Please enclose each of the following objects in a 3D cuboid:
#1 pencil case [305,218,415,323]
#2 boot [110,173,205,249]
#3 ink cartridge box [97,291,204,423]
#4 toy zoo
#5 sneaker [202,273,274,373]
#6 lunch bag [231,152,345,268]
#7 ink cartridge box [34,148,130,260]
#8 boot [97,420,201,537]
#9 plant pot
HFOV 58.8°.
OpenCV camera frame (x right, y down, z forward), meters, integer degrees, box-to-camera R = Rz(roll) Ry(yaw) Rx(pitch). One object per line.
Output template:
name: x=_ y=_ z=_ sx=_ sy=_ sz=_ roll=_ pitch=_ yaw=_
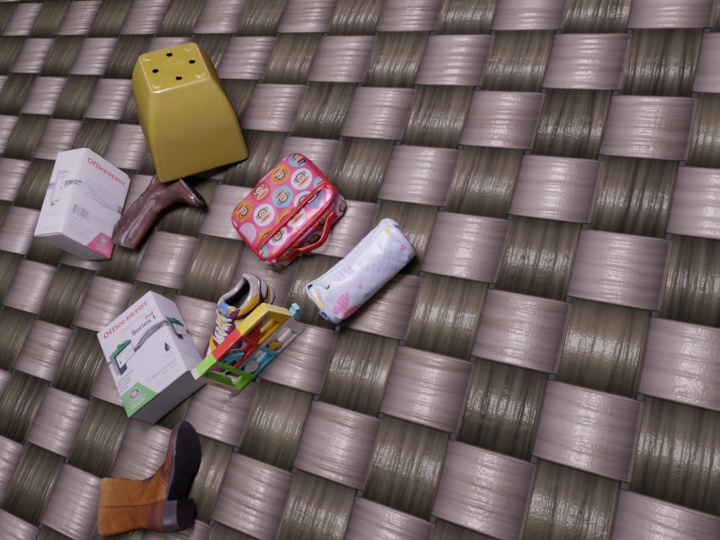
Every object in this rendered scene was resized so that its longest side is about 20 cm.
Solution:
pencil case: x=0.000 y=0.000 z=1.106 sx=0.200 sy=0.091 sz=0.083 roll=-40 pitch=20 yaw=2
boot: x=-0.434 y=-0.110 z=1.352 sx=0.200 sy=0.064 sz=0.186 roll=-51 pitch=46 yaw=-6
ink cartridge box: x=-0.396 y=0.162 z=1.215 sx=0.146 sy=0.084 sz=0.200 roll=-39 pitch=60 yaw=5
toy zoo: x=-0.182 y=0.128 z=1.109 sx=0.200 sy=0.131 sz=0.020 roll=-44 pitch=59 yaw=3
sneaker: x=-0.242 y=0.096 z=1.171 sx=0.075 sy=0.090 sz=0.201 roll=24 pitch=80 yaw=29
lunch bag: x=-0.131 y=-0.104 z=1.214 sx=0.200 sy=0.082 sz=0.176 roll=-44 pitch=63 yaw=4
ink cartridge box: x=-0.598 y=-0.141 z=1.387 sx=0.082 sy=0.146 sz=0.201 roll=-3 pitch=68 yaw=24
boot: x=-0.383 y=0.376 z=1.152 sx=0.199 sy=0.068 sz=0.189 roll=-13 pitch=73 yaw=26
plant pot: x=-0.357 y=-0.336 z=1.295 sx=0.193 sy=0.200 sz=0.196 roll=-19 pitch=61 yaw=-13
